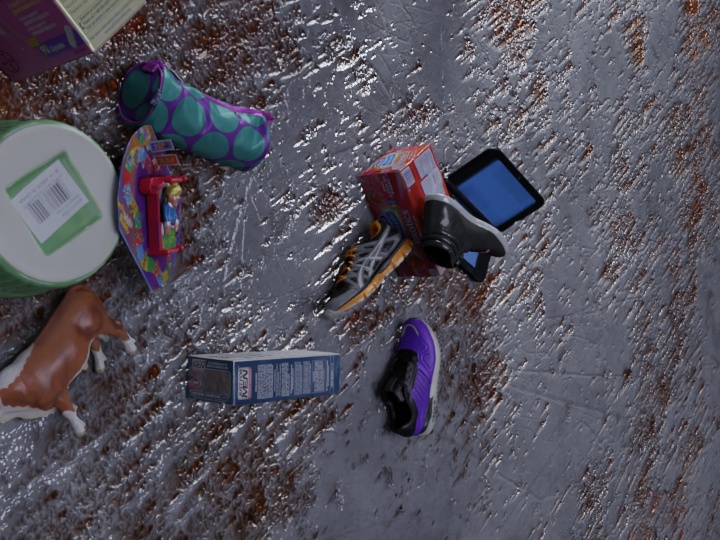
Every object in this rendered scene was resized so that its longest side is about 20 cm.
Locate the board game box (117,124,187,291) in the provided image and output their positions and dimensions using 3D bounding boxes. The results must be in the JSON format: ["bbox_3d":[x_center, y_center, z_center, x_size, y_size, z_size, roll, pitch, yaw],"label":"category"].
[{"bbox_3d":[-0.237,-0.073,1.077,0.201,0.039,0.159,78,15,-52],"label":"board game box"}]

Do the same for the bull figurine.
[{"bbox_3d":[-0.346,0.114,1.009,0.122,0.065,0.201,54,54,-37],"label":"bull figurine"}]

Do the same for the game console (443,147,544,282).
[{"bbox_3d":[0.229,-0.097,1.622,0.200,0.116,0.177,37,62,-40],"label":"game console"}]

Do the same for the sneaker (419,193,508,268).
[{"bbox_3d":[0.164,-0.039,1.443,0.199,0.070,0.100,29,70,-38],"label":"sneaker"}]

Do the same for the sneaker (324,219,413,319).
[{"bbox_3d":[0.000,0.000,1.404,0.077,0.078,0.200,45,57,-4],"label":"sneaker"}]

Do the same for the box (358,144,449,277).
[{"bbox_3d":[0.090,-0.097,1.480,0.100,0.095,0.201,-44,120,-39],"label":"box"}]

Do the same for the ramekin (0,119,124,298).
[{"bbox_3d":[-0.359,-0.070,0.974,0.199,0.097,0.202,2,87,-48],"label":"ramekin"}]

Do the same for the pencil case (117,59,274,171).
[{"bbox_3d":[-0.211,-0.200,1.155,0.199,0.085,0.093,19,108,-47],"label":"pencil case"}]

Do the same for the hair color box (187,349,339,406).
[{"bbox_3d":[-0.130,0.145,1.221,0.199,0.099,0.061,3,88,-48],"label":"hair color box"}]

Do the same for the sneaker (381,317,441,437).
[{"bbox_3d":[0.079,0.180,1.477,0.099,0.069,0.202,1,87,-46],"label":"sneaker"}]

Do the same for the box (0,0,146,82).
[{"bbox_3d":[-0.359,-0.318,0.926,0.201,0.175,0.097,56,51,-31],"label":"box"}]
